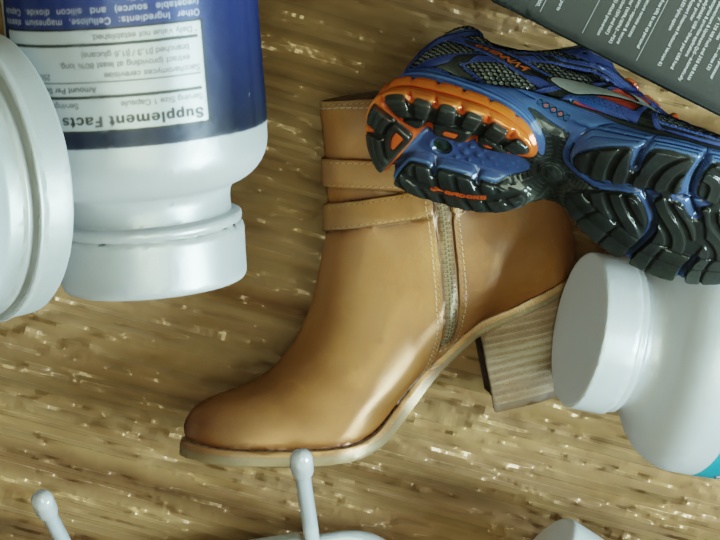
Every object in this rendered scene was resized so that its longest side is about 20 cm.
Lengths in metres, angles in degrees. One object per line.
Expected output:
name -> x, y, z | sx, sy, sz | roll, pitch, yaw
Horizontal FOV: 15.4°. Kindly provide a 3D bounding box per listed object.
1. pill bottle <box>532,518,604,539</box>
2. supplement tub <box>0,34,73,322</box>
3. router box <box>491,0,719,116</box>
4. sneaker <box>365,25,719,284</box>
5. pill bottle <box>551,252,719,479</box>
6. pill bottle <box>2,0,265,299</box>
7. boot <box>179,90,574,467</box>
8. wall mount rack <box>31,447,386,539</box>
pill bottle -> 0.155, 0.203, 1.239 | 0.199, 0.111, 0.111 | 34, 97, -9
supplement tub -> -0.232, -0.024, 1.083 | 0.199, 0.140, 0.141 | -12, 104, -34
router box -> 0.104, -0.122, 1.127 | 0.148, 0.200, 0.051 | 26, 100, -9
sneaker -> 0.106, -0.059, 1.140 | 0.199, 0.079, 0.076 | 19, 140, 5
pill bottle -> 0.190, 0.043, 1.197 | 0.199, 0.111, 0.112 | 10, 100, -14
pill bottle -> -0.098, -0.093, 1.159 | 0.110, 0.111, 0.201 | -5, 102, -2
boot -> 0.000, 0.000, 1.206 | 0.199, 0.077, 0.156 | -14, 103, -3
wall mount rack -> -0.074, 0.149, 1.221 | 0.199, 0.075, 0.175 | -9, 117, -2
